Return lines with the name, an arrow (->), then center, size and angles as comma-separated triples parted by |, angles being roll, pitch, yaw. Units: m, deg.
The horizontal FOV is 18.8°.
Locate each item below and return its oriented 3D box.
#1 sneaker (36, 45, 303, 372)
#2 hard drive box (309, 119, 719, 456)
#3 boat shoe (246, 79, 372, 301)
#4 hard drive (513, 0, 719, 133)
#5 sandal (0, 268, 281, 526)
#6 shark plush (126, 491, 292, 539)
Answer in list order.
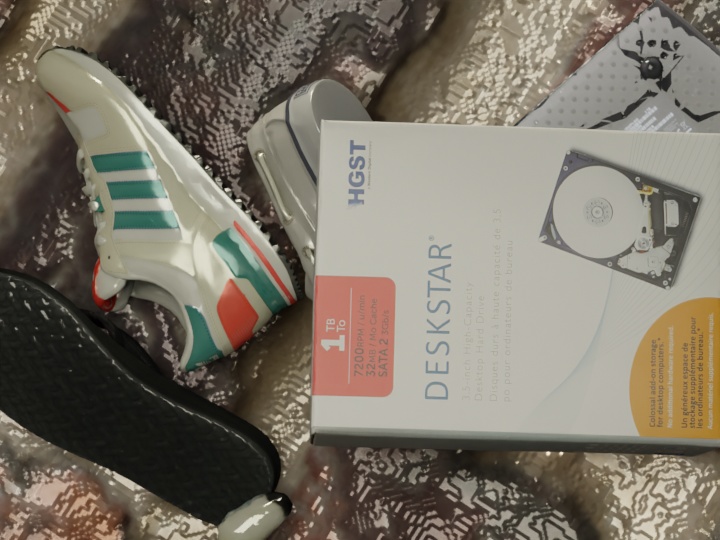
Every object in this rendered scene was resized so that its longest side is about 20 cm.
sneaker -> -0.125, -0.032, 1.174 | 0.093, 0.070, 0.200 | -42, 80, -6
hard drive box -> 0.075, 0.011, 1.077 | 0.199, 0.077, 0.157 | 1, 82, -2
boat shoe -> 0.000, 0.000, 1.156 | 0.066, 0.072, 0.200 | -28, 91, 33
hard drive -> 0.178, -0.029, 1.145 | 0.135, 0.042, 0.200 | -41, 78, 0
sandal -> -0.133, 0.068, 1.172 | 0.200, 0.048, 0.075 | 35, 111, -2
shark plush -> -0.105, 0.192, 1.134 | 0.199, 0.083, 0.091 | -14, 39, 0
